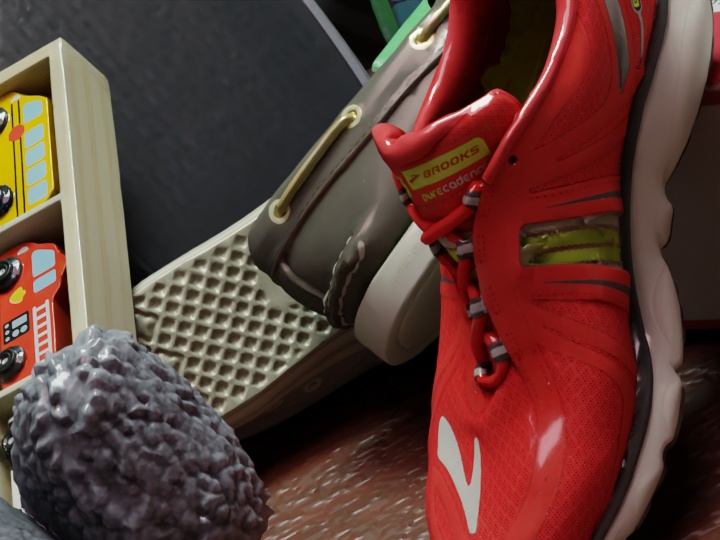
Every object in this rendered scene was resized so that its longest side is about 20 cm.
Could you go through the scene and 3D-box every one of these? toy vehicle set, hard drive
[{"bbox_3d":[-0.127,0.032,0.826,0.124,0.027,0.200,-29,46,20],"label":"toy vehicle set"},{"bbox_3d":[-0.075,-0.071,0.932,0.135,0.200,0.042,-32,-20,-20],"label":"hard drive"}]

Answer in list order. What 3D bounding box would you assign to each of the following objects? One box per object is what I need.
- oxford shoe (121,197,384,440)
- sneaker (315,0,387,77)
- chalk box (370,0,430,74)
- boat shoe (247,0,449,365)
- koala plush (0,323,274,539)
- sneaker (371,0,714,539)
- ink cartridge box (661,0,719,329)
[{"bbox_3d":[0.000,0.000,0.860,0.200,0.075,0.058,-28,-12,-11],"label":"oxford shoe"},{"bbox_3d":[-0.014,-0.106,1.089,0.200,0.083,0.072,-22,21,10],"label":"sneaker"},{"bbox_3d":[0.078,-0.122,0.936,0.124,0.124,0.200,-5,21,42],"label":"chalk box"},{"bbox_3d":[0.043,-0.068,0.814,0.060,0.072,0.202,31,77,19],"label":"boat shoe"},{"bbox_3d":[-0.157,0.068,0.640,0.184,0.200,0.177,-17,39,30],"label":"koala plush"},{"bbox_3d":[0.035,-0.009,0.705,0.077,0.085,0.200,-11,65,43],"label":"sneaker"},{"bbox_3d":[0.173,-0.070,0.797,0.144,0.084,0.200,-3,30,44],"label":"ink cartridge box"}]
